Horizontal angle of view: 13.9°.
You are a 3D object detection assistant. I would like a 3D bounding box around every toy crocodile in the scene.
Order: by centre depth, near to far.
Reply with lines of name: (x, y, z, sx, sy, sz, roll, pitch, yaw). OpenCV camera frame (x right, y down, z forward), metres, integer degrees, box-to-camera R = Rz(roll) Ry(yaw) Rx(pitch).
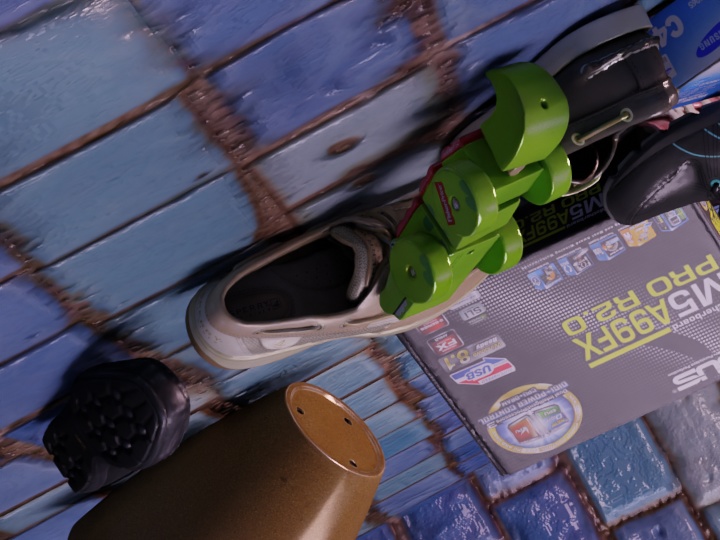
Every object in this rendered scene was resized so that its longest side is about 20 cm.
toy crocodile: (0.056, -0.036, 1.565, 0.068, 0.062, 0.200, -24, 161, -29)

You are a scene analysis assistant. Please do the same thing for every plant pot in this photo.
plant pot: (-0.078, 0.182, 2.143, 0.200, 0.186, 0.186, -47, 164, 21)

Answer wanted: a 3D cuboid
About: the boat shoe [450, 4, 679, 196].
boat shoe: (0.106, -0.073, 1.589, 0.072, 0.060, 0.202, -23, 169, -29)

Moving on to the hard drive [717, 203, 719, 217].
hard drive: (0.290, -0.046, 1.820, 0.140, 0.033, 0.200, -6, 132, -19)

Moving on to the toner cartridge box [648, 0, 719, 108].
toner cartridge box: (0.227, -0.138, 1.641, 0.095, 0.043, 0.200, -36, 168, 38)

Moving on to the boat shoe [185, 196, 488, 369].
boat shoe: (0.000, 0.000, 1.657, 0.200, 0.072, 0.065, -18, 169, -22)

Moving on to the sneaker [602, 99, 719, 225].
sneaker: (0.230, -0.067, 1.659, 0.200, 0.079, 0.075, -29, 172, 17)

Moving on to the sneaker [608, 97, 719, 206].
sneaker: (0.215, -0.078, 1.825, 0.200, 0.075, 0.105, -23, 175, -7)

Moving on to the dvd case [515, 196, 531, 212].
dvd case: (0.047, -0.016, 1.847, 0.146, 0.022, 0.200, -29, 169, 2)

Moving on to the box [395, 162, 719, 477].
box: (0.136, 0.026, 1.795, 0.200, 0.044, 0.160, -25, 129, 14)

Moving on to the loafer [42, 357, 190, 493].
loafer: (-0.133, 0.082, 1.730, 0.070, 0.068, 0.201, -33, 178, -22)
